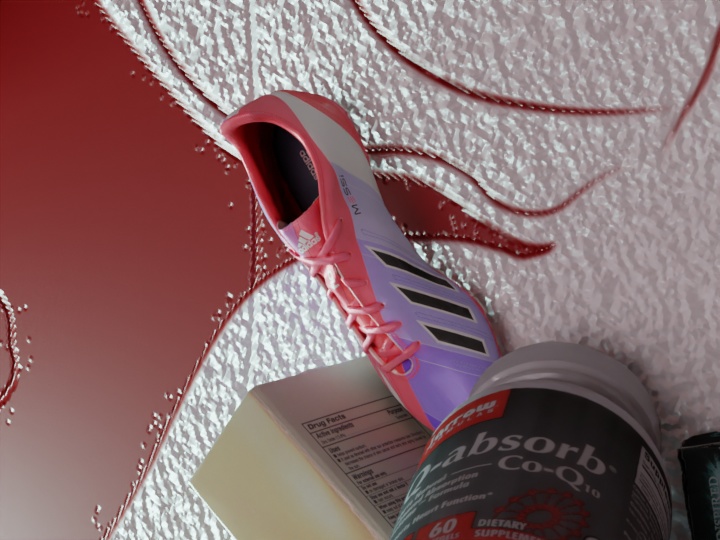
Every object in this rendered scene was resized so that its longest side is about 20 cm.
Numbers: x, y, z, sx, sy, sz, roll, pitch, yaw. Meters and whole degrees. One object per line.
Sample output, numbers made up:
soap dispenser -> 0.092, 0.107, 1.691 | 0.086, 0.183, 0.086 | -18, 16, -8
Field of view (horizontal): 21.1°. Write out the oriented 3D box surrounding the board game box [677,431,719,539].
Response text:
board game box -> 0.215, 0.168, 0.838 | 0.134, 0.028, 0.202 | -6, 94, 36

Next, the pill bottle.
pill bottle -> 0.071, 0.117, 0.816 | 0.115, 0.200, 0.117 | 5, 116, 11

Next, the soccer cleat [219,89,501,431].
soccer cleat -> 0.000, 0.000, 0.937 | 0.067, 0.076, 0.201 | -38, 75, 33

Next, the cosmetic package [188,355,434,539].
cosmetic package -> 0.022, 0.140, 0.926 | 0.200, 0.105, 0.071 | 48, 120, 22
